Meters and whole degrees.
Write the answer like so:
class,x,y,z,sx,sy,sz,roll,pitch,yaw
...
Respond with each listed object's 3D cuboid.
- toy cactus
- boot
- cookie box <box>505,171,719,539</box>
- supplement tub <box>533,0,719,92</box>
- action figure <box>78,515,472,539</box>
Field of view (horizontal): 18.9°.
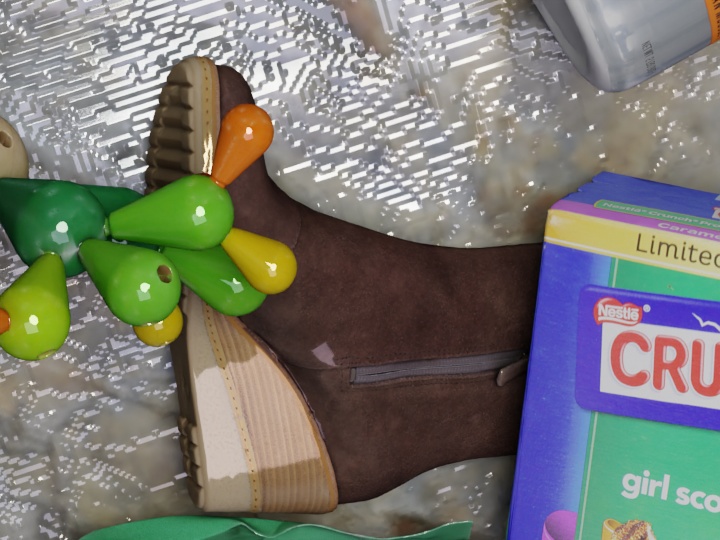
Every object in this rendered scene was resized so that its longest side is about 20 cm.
class,x,y,z,sx,sy,sz,roll,pitch,yaw
toy cactus,-0.120,-0.032,0.763,0.199,0.165,0.103,2,111,-46
boot,0.000,0.000,0.899,0.165,0.072,0.202,-11,110,-19
cookie box,0.153,0.077,0.878,0.170,0.075,0.202,12,108,20
supplement tub,0.150,-0.165,0.825,0.199,0.123,0.123,-30,111,1
action figure,-0.055,0.140,0.921,0.198,0.055,0.118,1,145,-1
